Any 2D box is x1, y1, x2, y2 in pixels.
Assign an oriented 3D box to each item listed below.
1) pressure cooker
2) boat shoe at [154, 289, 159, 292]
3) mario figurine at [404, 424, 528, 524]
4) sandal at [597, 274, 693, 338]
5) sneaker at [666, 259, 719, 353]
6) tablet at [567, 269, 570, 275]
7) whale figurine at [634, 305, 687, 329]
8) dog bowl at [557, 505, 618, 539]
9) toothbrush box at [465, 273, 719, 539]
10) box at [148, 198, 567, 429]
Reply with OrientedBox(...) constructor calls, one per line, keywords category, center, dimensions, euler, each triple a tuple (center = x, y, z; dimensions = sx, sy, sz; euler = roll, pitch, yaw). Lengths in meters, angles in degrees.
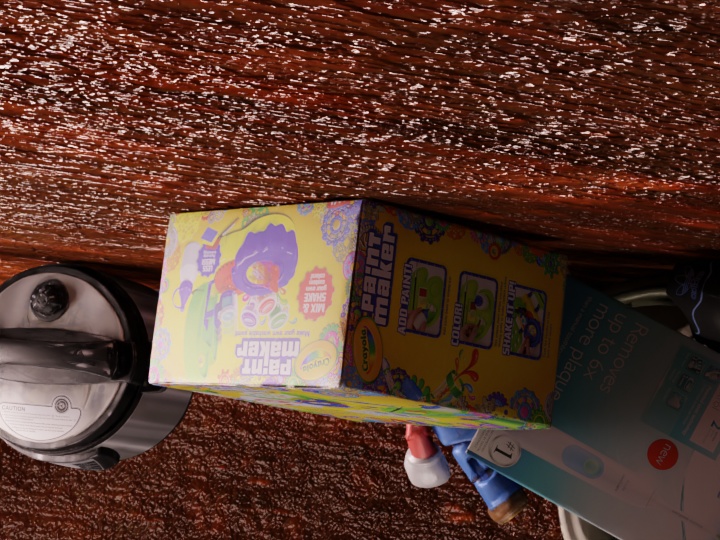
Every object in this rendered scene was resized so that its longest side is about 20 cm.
OrientedBox(category="pressure cooker", center=(-0.257, 0.082, 1.777), dimensions=(0.176, 0.179, 0.200), euler=(-40, 164, 7))
OrientedBox(category="boat shoe", center=(-0.154, 0.048, 1.894), dimensions=(0.200, 0.072, 0.069), euler=(12, 152, -2))
OrientedBox(category="mario figurine", center=(0.075, 0.090, 1.512), dimensions=(0.123, 0.200, 0.106), euler=(-37, 173, -27))
OrientedBox(category="sandal", center=(0.259, 0.036, 1.476), dimensions=(0.201, 0.057, 0.080), euler=(4, 174, 8))
OrientedBox(category="sneaker", center=(0.276, 0.035, 1.394), dimensions=(0.078, 0.070, 0.200), euler=(20, 171, 30))
OrientedBox(category="tablet", center=(0.152, 0.068, 1.544), dimensions=(0.014, 0.130, 0.200), euler=(-14, 177, -8))
OrientedBox(category="whale figurine", center=(0.247, 0.074, 1.617), dimensions=(0.200, 0.104, 0.159), euler=(9, 173, -34))
OrientedBox(category="dog bowl", center=(0.249, 0.161, 1.517), dimensions=(0.074, 0.200, 0.200), euler=(29, 160, -38))
OrientedBox(category="toothbrush box", center=(0.198, 0.114, 1.380), dimensions=(0.200, 0.146, 0.085), euler=(29, 179, 15))
OrientedBox(category="box", center=(-0.002, 0.034, 1.334), dimensions=(0.193, 0.122, 0.200), euler=(13, 170, -42))
